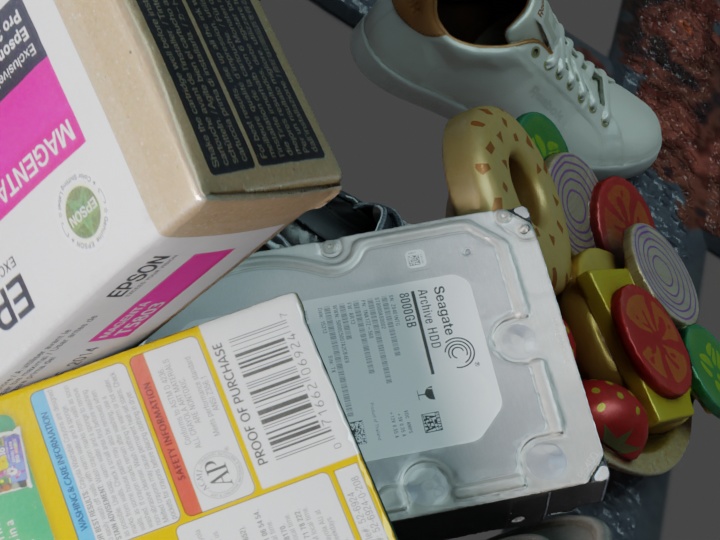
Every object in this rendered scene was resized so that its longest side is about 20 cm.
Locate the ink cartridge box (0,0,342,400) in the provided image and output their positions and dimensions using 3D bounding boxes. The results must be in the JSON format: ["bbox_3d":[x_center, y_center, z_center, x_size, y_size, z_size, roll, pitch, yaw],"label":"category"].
[{"bbox_3d":[-0.122,-0.052,0.685,0.075,0.200,0.165,-10,70,-49],"label":"ink cartridge box"}]

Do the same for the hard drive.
[{"bbox_3d":[-0.008,0.052,0.766,0.199,0.038,0.140,-9,60,-7],"label":"hard drive"}]

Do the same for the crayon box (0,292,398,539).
[{"bbox_3d":[-0.095,0.102,0.684,0.199,0.052,0.126,-19,68,-12],"label":"crayon box"}]

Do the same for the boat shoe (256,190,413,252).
[{"bbox_3d":[0.000,0.000,0.852,0.200,0.068,0.072,33,46,-11],"label":"boat shoe"}]

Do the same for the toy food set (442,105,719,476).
[{"bbox_3d":[0.114,0.008,0.905,0.198,0.049,0.201,-3,65,-57],"label":"toy food set"}]

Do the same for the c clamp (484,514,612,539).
[{"bbox_3d":[0.021,0.149,0.697,0.027,0.170,0.200,63,18,-8],"label":"c clamp"}]

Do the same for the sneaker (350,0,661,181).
[{"bbox_3d":[0.099,-0.110,0.992,0.199,0.085,0.073,18,48,-25],"label":"sneaker"}]
